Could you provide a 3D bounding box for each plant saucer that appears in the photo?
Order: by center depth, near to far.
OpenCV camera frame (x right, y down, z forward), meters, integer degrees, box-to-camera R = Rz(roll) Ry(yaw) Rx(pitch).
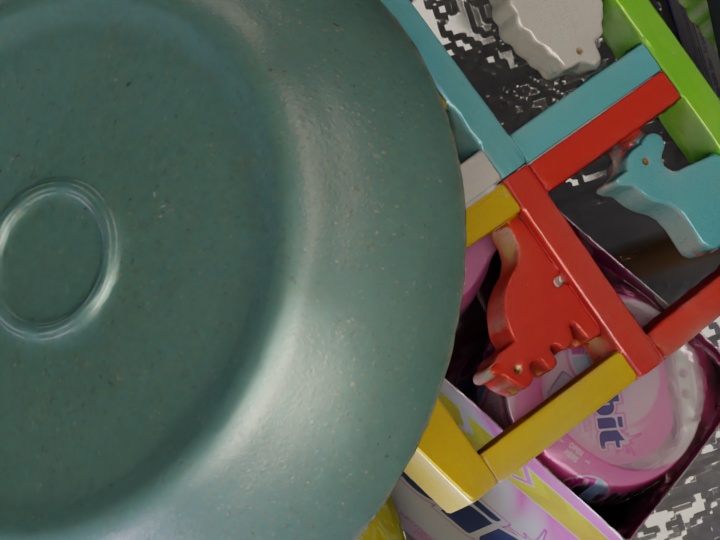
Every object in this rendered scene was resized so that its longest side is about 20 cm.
[{"bbox_3d":[-0.069,0.001,0.690,0.200,0.036,0.200,-8,73,29],"label":"plant saucer"}]

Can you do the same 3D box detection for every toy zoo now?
[{"bbox_3d":[0.040,-0.026,0.743,0.200,0.020,0.131,-35,90,-23],"label":"toy zoo"}]

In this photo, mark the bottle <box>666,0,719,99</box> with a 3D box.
[{"bbox_3d":[0.130,-0.099,0.820,0.083,0.065,0.200,-18,96,-5],"label":"bottle"}]

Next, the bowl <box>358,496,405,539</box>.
[{"bbox_3d":[-0.072,0.126,0.761,0.200,0.108,0.200,-4,113,-10],"label":"bowl"}]

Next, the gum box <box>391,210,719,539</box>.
[{"bbox_3d":[0.000,0.000,0.796,0.200,0.113,0.066,41,68,-5],"label":"gum box"}]

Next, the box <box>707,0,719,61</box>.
[{"bbox_3d":[0.195,-0.130,0.752,0.200,0.107,0.149,-9,85,-25],"label":"box"}]
